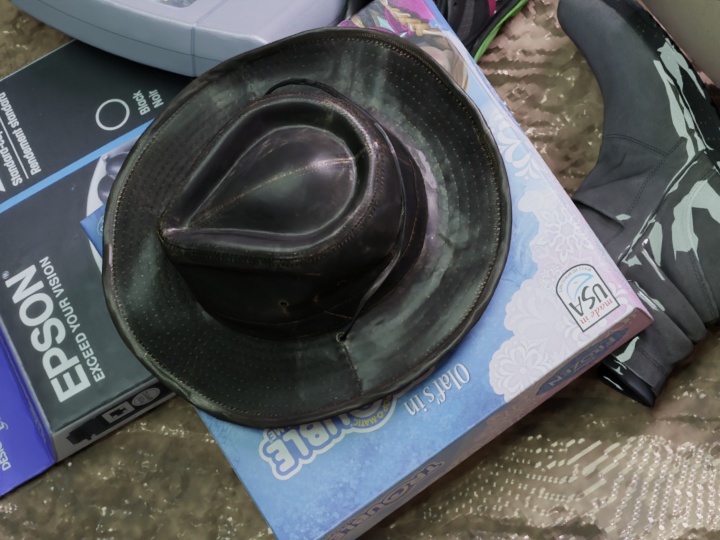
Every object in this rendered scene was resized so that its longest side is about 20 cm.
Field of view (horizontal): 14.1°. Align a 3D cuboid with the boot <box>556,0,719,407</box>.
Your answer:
[{"bbox_3d":[0.117,-0.042,1.390,0.132,0.070,0.200,-38,57,4],"label":"boot"}]

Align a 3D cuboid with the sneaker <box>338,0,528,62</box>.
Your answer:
[{"bbox_3d":[0.047,-0.158,1.451,0.077,0.084,0.200,20,74,23],"label":"sneaker"}]

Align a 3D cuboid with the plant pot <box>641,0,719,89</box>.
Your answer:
[{"bbox_3d":[0.233,-0.112,1.290,0.187,0.187,0.200,-26,48,5],"label":"plant pot"}]

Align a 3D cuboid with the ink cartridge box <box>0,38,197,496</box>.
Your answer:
[{"bbox_3d":[-0.148,-0.011,1.470,0.200,0.043,0.198,-30,62,3],"label":"ink cartridge box"}]

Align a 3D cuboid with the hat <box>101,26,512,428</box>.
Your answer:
[{"bbox_3d":[-0.037,-0.025,1.316,0.200,0.081,0.201,-3,80,18],"label":"hat"}]

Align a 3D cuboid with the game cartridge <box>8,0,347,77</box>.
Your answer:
[{"bbox_3d":[-0.098,-0.158,1.491,0.199,0.041,0.133,23,48,25],"label":"game cartridge"}]

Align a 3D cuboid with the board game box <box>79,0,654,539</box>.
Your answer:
[{"bbox_3d":[0.000,0.000,1.367,0.200,0.043,0.199,-37,72,8],"label":"board game box"}]
